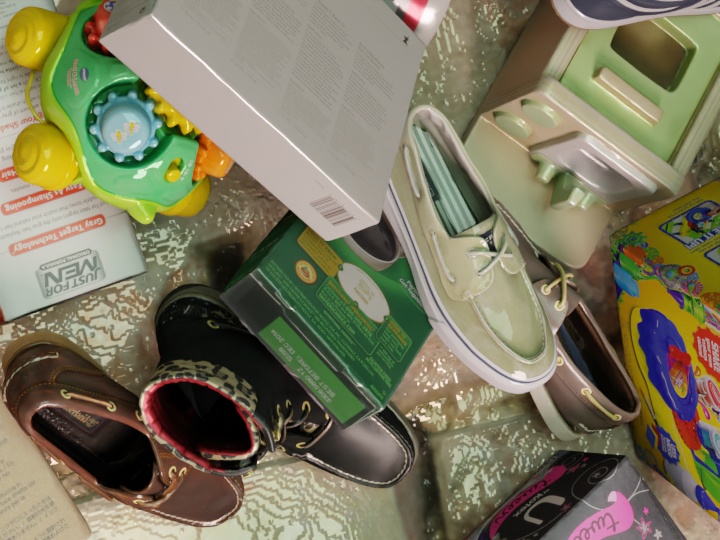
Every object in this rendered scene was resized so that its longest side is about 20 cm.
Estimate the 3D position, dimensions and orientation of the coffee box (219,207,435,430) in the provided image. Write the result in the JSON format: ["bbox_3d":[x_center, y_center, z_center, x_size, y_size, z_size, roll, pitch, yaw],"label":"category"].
[{"bbox_3d":[0.000,0.000,1.063,0.123,0.044,0.200,48,39,-11],"label":"coffee box"}]

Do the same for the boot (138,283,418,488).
[{"bbox_3d":[-0.052,0.100,1.028,0.203,0.154,0.074,35,105,-10],"label":"boot"}]

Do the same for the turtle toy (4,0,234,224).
[{"bbox_3d":[-0.135,-0.127,0.997,0.145,0.101,0.202,10,69,-49],"label":"turtle toy"}]

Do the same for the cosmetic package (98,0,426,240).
[{"bbox_3d":[-0.051,-0.137,0.979,0.200,0.051,0.152,42,50,-32],"label":"cosmetic package"}]

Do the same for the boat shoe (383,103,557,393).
[{"bbox_3d":[0.067,-0.013,1.042,0.072,0.062,0.201,-30,85,-24],"label":"boat shoe"}]

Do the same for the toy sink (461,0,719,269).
[{"bbox_3d":[0.171,-0.118,1.147,0.130,0.112,0.201,34,76,-13],"label":"toy sink"}]

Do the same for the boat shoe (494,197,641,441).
[{"bbox_3d":[0.129,0.029,1.124,0.201,0.059,0.072,60,36,-18],"label":"boat shoe"}]

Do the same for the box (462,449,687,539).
[{"bbox_3d":[0.126,0.235,1.104,0.200,0.115,0.133,-40,99,-18],"label":"box"}]

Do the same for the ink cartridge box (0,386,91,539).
[{"bbox_3d":[-0.293,0.149,0.988,0.199,0.075,0.166,-33,95,-18],"label":"ink cartridge box"}]

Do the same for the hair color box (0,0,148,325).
[{"bbox_3d":[-0.219,-0.076,1.037,0.101,0.061,0.202,-19,92,-20],"label":"hair color box"}]

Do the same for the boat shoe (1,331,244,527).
[{"bbox_3d":[-0.144,0.115,1.010,0.070,0.070,0.200,-46,128,9],"label":"boat shoe"}]

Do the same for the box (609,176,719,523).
[{"bbox_3d":[0.281,0.070,1.091,0.121,0.192,0.201,-26,124,-19],"label":"box"}]

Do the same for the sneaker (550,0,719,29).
[{"bbox_3d":[0.232,-0.211,1.066,0.199,0.108,0.071,-18,89,-23],"label":"sneaker"}]

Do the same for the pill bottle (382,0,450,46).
[{"bbox_3d":[-0.039,-0.222,1.083,0.199,0.111,0.112,18,80,-17],"label":"pill bottle"}]
